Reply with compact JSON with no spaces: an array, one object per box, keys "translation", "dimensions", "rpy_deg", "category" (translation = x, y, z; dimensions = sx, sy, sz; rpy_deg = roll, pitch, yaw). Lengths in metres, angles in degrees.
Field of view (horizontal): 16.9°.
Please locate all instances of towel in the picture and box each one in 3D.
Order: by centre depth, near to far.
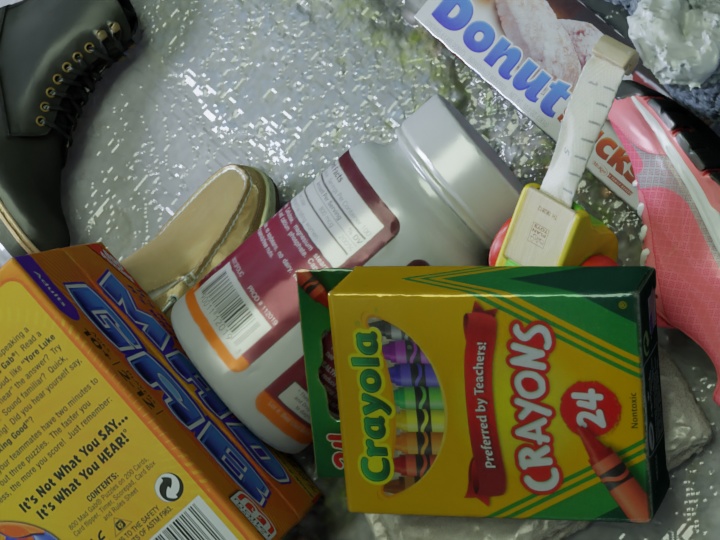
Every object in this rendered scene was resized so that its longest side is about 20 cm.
[{"translation":[0.087,0.093,1.350],"dimensions":[0.200,0.034,0.133],"rpy_deg":[-33,62,11],"category":"towel"}]

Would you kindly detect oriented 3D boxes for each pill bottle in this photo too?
[{"translation":[0.000,0.000,1.379],"dimensions":[0.200,0.114,0.114],"rpy_deg":[-40,59,8],"category":"pill bottle"}]

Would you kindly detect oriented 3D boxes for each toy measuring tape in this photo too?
[{"translation":[0.117,-0.034,1.301],"dimensions":[0.073,0.073,0.201],"rpy_deg":[35,119,32],"category":"toy measuring tape"}]

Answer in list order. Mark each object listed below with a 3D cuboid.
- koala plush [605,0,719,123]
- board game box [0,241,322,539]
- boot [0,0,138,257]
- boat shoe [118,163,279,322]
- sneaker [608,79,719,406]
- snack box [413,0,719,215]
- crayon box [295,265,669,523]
[{"translation":[0.188,-0.162,1.323],"dimensions":[0.183,0.177,0.201],"rpy_deg":[-32,61,26],"category":"koala plush"},{"translation":[-0.170,0.127,1.328],"dimensions":[0.200,0.200,0.200],"rpy_deg":[-42,88,7],"category":"board game box"},{"translation":[-0.188,-0.106,1.538],"dimensions":[0.138,0.077,0.201],"rpy_deg":[-29,63,9],"category":"boot"},{"translation":[-0.124,0.016,1.448],"dimensions":[0.072,0.076,0.201],"rpy_deg":[25,83,52],"category":"boat shoe"},{"translation":[0.176,-0.012,1.310],"dimensions":[0.087,0.074,0.201],"rpy_deg":[-38,71,20],"category":"sneaker"},{"translation":[0.120,-0.116,1.413],"dimensions":[0.072,0.024,0.200],"rpy_deg":[-49,59,5],"category":"snack box"},{"translation":[0.058,0.064,1.284],"dimensions":[0.199,0.051,0.128],"rpy_deg":[-1,107,19],"category":"crayon box"}]
